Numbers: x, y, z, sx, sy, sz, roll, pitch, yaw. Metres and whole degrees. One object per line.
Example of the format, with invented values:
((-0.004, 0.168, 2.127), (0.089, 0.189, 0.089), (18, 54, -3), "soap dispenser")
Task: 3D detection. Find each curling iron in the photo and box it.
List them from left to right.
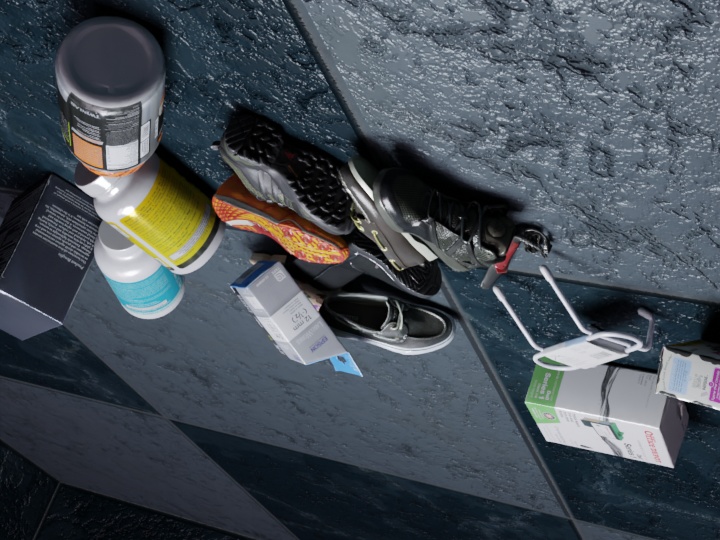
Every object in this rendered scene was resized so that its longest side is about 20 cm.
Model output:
((0.184, -0.007, 1.553), (0.049, 0.026, 0.200), (27, 157, -5), "curling iron")

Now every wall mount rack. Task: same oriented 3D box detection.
((0.264, 0.066, 1.574), (0.172, 0.076, 0.200), (19, 159, -19), "wall mount rack")

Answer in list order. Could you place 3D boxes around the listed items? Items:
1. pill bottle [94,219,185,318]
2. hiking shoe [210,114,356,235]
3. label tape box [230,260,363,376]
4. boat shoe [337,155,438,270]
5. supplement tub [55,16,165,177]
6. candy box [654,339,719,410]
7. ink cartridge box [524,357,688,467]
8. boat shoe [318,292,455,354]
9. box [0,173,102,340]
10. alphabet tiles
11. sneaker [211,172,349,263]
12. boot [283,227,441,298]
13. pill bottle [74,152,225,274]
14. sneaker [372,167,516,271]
((-0.336, -0.014, 1.890), (0.109, 0.112, 0.201), (16, 157, 12), "pill bottle")
((-0.088, -0.113, 1.528), (0.199, 0.076, 0.100), (38, 162, -14), "hiking shoe")
((-0.092, 0.082, 1.764), (0.201, 0.066, 0.143), (55, 167, -9), "label tape box")
((0.024, -0.062, 1.502), (0.060, 0.072, 0.201), (-26, 138, 18), "boat shoe")
((-0.288, -0.193, 1.449), (0.121, 0.124, 0.200), (23, 157, -2), "supplement tub")
((0.465, 0.134, 1.471), (0.198, 0.062, 0.136), (13, -172, 33), "candy box")
((0.351, 0.198, 1.775), (0.198, 0.085, 0.146), (9, 154, 29), "ink cartridge box")
((0.038, 0.073, 1.756), (0.197, 0.073, 0.071), (5, 161, -2), "boat shoe")
((-0.497, -0.015, 1.920), (0.123, 0.200, 0.199), (32, 155, -23), "box")
((-0.073, 0.032, 1.870), (0.194, 0.015, 0.200), (5, 152, 50), "alphabet tiles")
((-0.095, -0.073, 1.585), (0.198, 0.077, 0.073), (28, 153, 17), "sneaker")
((-0.001, -0.001, 1.679), (0.164, 0.066, 0.200), (37, 151, -13), "boot")
((-0.282, -0.092, 1.674), (0.112, 0.114, 0.200), (-2, 147, 43), "pill bottle")
((0.106, -0.064, 1.445), (0.113, 0.077, 0.199), (-7, 147, 45), "sneaker")
